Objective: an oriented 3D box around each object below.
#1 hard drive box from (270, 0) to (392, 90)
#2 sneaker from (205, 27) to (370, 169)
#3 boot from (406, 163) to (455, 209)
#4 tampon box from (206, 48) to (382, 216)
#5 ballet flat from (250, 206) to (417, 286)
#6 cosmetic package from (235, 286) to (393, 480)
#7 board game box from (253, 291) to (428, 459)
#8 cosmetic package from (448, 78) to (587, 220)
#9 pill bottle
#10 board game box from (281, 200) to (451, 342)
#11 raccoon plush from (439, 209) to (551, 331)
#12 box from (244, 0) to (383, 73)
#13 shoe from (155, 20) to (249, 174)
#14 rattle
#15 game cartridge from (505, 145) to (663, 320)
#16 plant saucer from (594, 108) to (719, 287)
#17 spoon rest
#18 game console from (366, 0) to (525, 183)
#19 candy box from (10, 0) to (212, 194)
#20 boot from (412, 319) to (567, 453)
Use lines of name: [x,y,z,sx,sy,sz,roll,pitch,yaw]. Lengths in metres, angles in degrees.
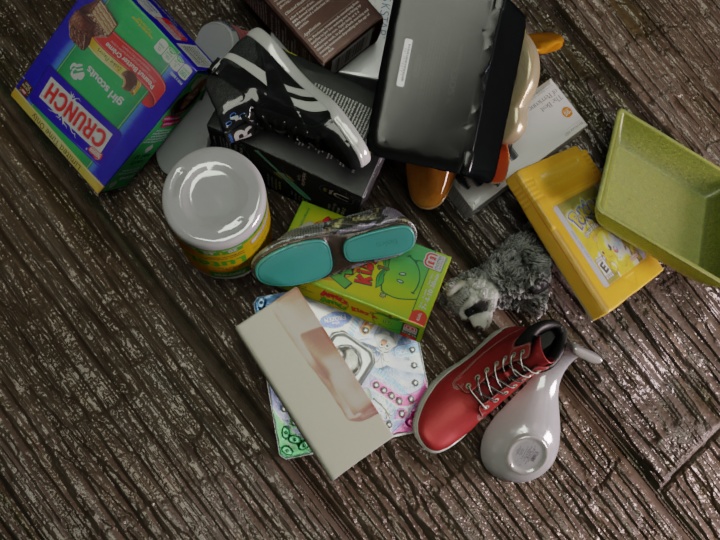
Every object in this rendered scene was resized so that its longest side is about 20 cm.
hard drive box: [-0.013,-0.314,1.120,0.197,0.077,0.158,9,78,-5]
sneaker: [-0.089,-0.158,0.935,0.112,0.073,0.200,-41,78,-7]
boot: [0.077,-0.182,1.024,0.070,0.144,0.204,8,88,18]
tampon box: [-0.066,-0.164,1.045,0.198,0.150,0.127,25,78,-1]
ballet flat: [-0.035,-0.032,1.007,0.198,0.072,0.073,-13,80,-10]
cosmetic package: [-0.054,0.130,0.986,0.087,0.103,0.201,-32,85,-10]
board game box: [-0.019,0.113,1.058,0.197,0.026,0.203,-10,80,-9]
cosmetic package: [0.195,-0.160,1.125,0.199,0.051,0.083,-37,85,-12]
pill bottle: [-0.157,-0.054,0.985,0.109,0.200,0.113,1,76,-3]
board game box: [0.000,0.000,1.048,0.198,0.048,0.102,21,64,7]
raccoon plush: [0.171,-0.015,1.094,0.132,0.097,0.202,4,51,7]
box: [-0.075,-0.336,1.042,0.100,0.075,0.201,-39,87,-11]
shoe: [-0.188,-0.213,1.085,0.071,0.091,0.202,27,106,12]
rattle: [0.196,-0.207,1.096,0.129,0.142,0.203,-10,85,30]
game cartridge: [0.286,-0.055,1.078,0.175,0.032,0.201,-25,83,-45]
plant saucer: [0.387,-0.085,1.100,0.198,0.048,0.201,29,52,-5]
spoon rest: [0.218,0.171,1.035,0.098,0.061,0.202,24,107,-13]
game console: [0.101,-0.211,0.959,0.173,0.116,0.203,10,95,-8]
candy box: [-0.295,-0.224,1.027,0.169,0.077,0.200,46,110,4]
boot: [0.151,0.132,1.000,0.200,0.144,0.073,-43,95,-19]
